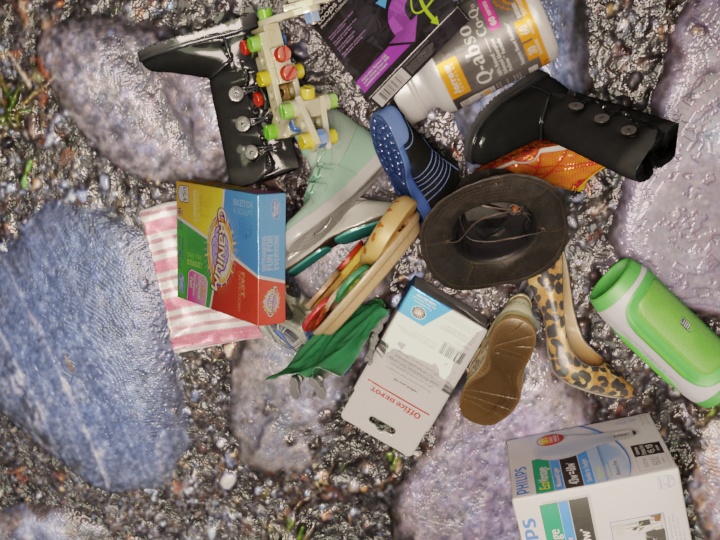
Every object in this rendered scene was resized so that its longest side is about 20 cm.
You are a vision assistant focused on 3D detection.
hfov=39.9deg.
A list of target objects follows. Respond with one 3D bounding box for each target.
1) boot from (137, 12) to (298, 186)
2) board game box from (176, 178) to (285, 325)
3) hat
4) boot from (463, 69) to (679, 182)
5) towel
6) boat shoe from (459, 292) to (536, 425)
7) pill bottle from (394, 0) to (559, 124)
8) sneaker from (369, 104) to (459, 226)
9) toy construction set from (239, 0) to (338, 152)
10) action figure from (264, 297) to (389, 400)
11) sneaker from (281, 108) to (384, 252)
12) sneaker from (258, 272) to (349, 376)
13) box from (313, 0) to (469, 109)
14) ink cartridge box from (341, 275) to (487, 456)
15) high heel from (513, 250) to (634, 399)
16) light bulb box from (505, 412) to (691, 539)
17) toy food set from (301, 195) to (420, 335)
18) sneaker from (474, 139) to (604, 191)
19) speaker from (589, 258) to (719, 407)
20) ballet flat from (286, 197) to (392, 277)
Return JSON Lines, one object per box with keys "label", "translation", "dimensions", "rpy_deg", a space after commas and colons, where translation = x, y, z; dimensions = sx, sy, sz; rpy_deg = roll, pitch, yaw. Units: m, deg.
{"label": "boot", "translation": [-0.178, -0.202, 1.254], "dimensions": [0.162, 0.066, 0.203], "rpy_deg": [-13, 105, 11]}
{"label": "board game box", "translation": [-0.161, -0.027, 1.216], "dimensions": [0.040, 0.199, 0.156], "rpy_deg": [-6, 102, -37]}
{"label": "hat", "translation": [0.155, -0.066, 1.197], "dimensions": [0.197, 0.082, 0.202], "rpy_deg": [-6, 140, -5]}
{"label": "boot", "translation": [0.241, -0.146, 1.142], "dimensions": [0.199, 0.066, 0.165], "rpy_deg": [33, 65, 30]}
{"label": "towel", "translation": [-0.205, 0.003, 1.324], "dimensions": [0.144, 0.030, 0.203], "rpy_deg": [-10, 101, 8]}
{"label": "boat shoe", "translation": [0.181, 0.119, 1.269], "dimensions": [0.072, 0.063, 0.202], "rpy_deg": [20, 130, 1]}
{"label": "pill bottle", "translation": [0.126, -0.261, 1.182], "dimensions": [0.198, 0.116, 0.118], "rpy_deg": [-26, 99, 11]}
{"label": "sneaker", "translation": [0.075, -0.131, 1.209], "dimensions": [0.078, 0.070, 0.201], "rpy_deg": [-39, 134, -13]}
{"label": "toy construction set", "translation": [-0.080, -0.237, 1.158], "dimensions": [0.091, 0.131, 0.204], "rpy_deg": [-2, 94, -27]}
{"label": "action figure", "translation": [-0.018, 0.090, 1.244], "dimensions": [0.117, 0.200, 0.055], "rpy_deg": [-2, 117, 35]}
{"label": "sneaker", "translation": [-0.060, -0.115, 1.217], "dimensions": [0.118, 0.074, 0.201], "rpy_deg": [40, 60, 5]}
{"label": "sneaker", "translation": [-0.086, 0.068, 1.302], "dimensions": [0.085, 0.078, 0.200], "rpy_deg": [-12, 130, 47]}
{"label": "box", "translation": [0.021, -0.305, 1.167], "dimensions": [0.143, 0.036, 0.201], "rpy_deg": [-44, 53, 14]}
{"label": "ink cartridge box", "translation": [0.069, 0.125, 1.299], "dimensions": [0.115, 0.068, 0.202], "rpy_deg": [29, 103, -1]}
{"label": "high heel", "translation": [0.284, 0.068, 1.258], "dimensions": [0.198, 0.071, 0.144], "rpy_deg": [30, 111, 8]}
{"label": "light bulb box", "translation": [0.291, 0.285, 1.243], "dimensions": [0.197, 0.198, 0.127], "rpy_deg": [-13, 99, 8]}
{"label": "toy food set", "translation": [0.000, 0.000, 1.193], "dimensions": [0.049, 0.200, 0.199], "rpy_deg": [41, 85, -2]}
{"label": "sneaker", "translation": [0.239, -0.127, 1.224], "dimensions": [0.197, 0.073, 0.078], "rpy_deg": [-11, 110, 11]}
{"label": "speaker", "translation": [0.383, 0.078, 1.245], "dimensions": [0.200, 0.089, 0.089], "rpy_deg": [42, 104, -4]}
{"label": "ballet flat", "translation": [-0.041, -0.055, 1.279], "dimensions": [0.198, 0.069, 0.070], "rpy_deg": [-28, 98, 12]}
